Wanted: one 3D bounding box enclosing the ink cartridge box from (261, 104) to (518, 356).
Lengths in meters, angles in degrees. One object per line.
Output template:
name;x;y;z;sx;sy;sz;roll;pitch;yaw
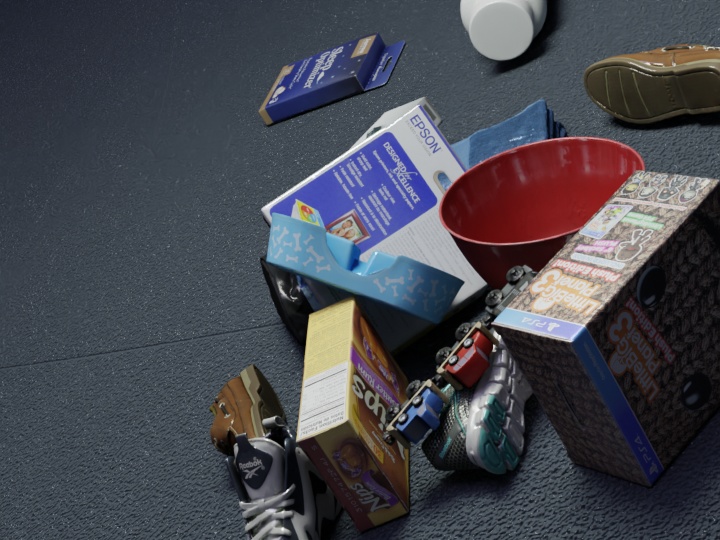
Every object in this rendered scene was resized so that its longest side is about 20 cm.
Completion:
ink cartridge box;0.033;-0.033;1.685;0.199;0.198;0.047;-33;-12;-6

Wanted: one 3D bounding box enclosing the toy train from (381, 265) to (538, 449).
toy train;0.092;0.079;1.449;0.200;0.034;0.046;-48;35;-4

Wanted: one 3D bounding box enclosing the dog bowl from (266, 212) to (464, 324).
dog bowl;0.000;0.000;1.604;0.111;0.199;0.050;41;-111;-83

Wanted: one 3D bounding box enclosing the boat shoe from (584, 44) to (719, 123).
boat shoe;0.332;-0.202;1.767;0.199;0.072;0.068;10;37;46

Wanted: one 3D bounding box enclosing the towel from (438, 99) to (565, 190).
towel;0.131;-0.116;1.861;0.199;0.049;0.112;-21;30;20

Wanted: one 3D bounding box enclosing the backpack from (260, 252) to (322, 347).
backpack;-0.007;-0.027;1.781;0.199;0.155;0.163;-20;19;-5

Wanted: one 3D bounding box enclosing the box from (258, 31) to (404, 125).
box;-0.040;-0.274;2.326;0.199;0.033;0.121;-15;31;28

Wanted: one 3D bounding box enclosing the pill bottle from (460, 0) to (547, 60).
pill bottle;0.185;-0.351;2.126;0.110;0.111;0.201;-21;28;20

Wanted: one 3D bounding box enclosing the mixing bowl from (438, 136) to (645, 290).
mixing bowl;0.183;-0.033;1.580;0.199;0.109;0.201;-14;28;8

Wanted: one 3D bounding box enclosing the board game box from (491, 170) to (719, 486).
board game box;0.233;0.044;1.362;0.200;0.160;0.097;-45;30;-22

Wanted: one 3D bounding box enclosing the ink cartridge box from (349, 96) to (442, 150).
ink cartridge box;-0.014;-0.114;1.977;0.200;0.044;0.173;-48;18;-29

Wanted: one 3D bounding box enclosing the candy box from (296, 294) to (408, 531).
candy box;-0.003;0.128;1.521;0.056;0.117;0.200;-23;29;17

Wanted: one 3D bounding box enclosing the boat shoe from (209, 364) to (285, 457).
boat shoe;-0.108;0.164;1.635;0.068;0.072;0.200;-35;17;3

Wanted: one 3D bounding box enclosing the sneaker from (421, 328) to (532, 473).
sneaker;0.108;0.104;1.493;0.091;0.078;0.200;-17;29;35

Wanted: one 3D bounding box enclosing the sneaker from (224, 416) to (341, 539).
sneaker;-0.082;0.210;1.451;0.079;0.130;0.200;-14;32;33
